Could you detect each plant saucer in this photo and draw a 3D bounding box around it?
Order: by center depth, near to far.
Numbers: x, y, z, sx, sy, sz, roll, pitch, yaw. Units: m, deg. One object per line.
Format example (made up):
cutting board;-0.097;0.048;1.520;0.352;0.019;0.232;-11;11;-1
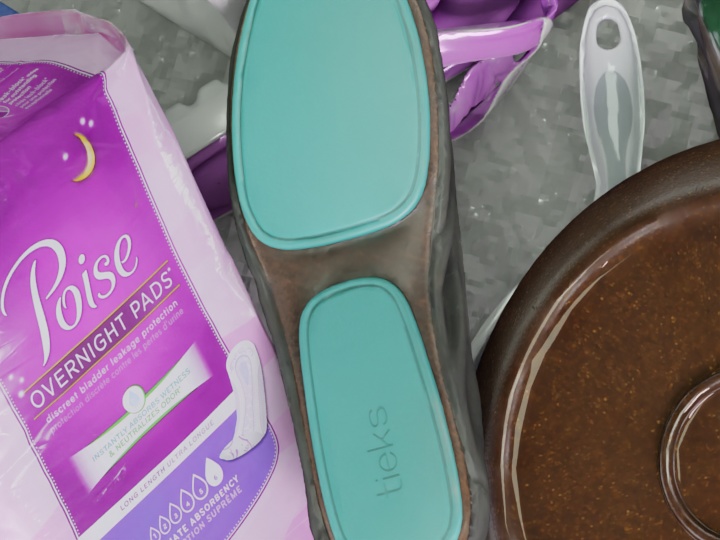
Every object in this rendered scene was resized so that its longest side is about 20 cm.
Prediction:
plant saucer;0.114;0.055;0.762;0.199;0.034;0.201;-5;78;25

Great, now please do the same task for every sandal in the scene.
sandal;0.017;-0.060;0.856;0.202;0.082;0.050;-32;69;15

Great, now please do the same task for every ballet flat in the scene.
ballet flat;0.000;0.000;0.787;0.068;0.068;0.201;-7;78;10

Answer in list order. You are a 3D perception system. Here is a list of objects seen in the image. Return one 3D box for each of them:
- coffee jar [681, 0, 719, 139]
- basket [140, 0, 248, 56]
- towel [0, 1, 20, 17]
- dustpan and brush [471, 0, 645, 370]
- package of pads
coffee jar;0.208;-0.073;0.830;0.199;0.085;0.105;-20;82;4
basket;-0.082;-0.173;0.854;0.200;0.136;0.124;33;86;10
towel;-0.208;-0.068;0.784;0.146;0.200;0.024;27;124;26
dustpan and brush;0.083;0.018;0.847;0.139;0.057;0.201;-4;82;7
package of pads;-0.084;0.038;0.776;0.075;0.201;0.120;9;42;44
